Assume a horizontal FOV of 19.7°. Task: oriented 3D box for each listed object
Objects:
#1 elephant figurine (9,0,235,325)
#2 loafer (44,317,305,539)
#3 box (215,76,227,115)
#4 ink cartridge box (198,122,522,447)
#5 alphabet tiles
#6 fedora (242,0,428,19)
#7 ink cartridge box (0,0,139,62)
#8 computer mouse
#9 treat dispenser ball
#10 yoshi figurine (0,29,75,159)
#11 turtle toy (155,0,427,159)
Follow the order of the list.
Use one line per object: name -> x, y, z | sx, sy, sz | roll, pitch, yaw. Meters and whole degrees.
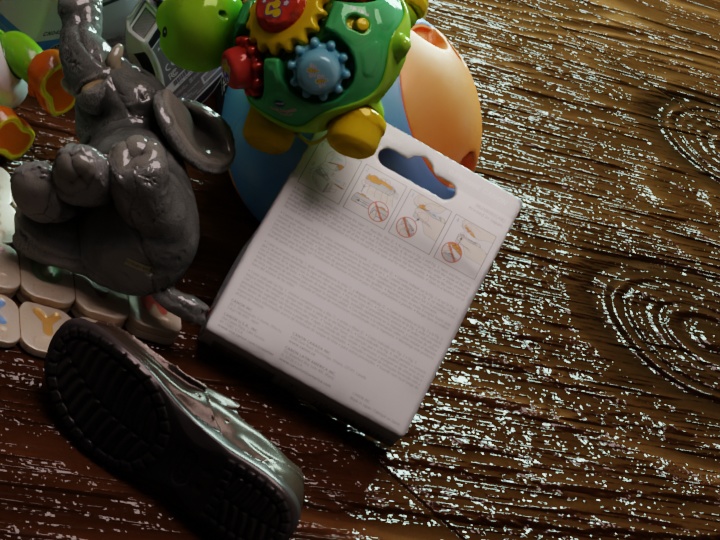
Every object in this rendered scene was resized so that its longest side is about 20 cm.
elephant figurine -> -0.159, -0.087, 1.453 | 0.141, 0.155, 0.200 | 7, 39, 5
loafer -> -0.117, 0.104, 1.328 | 0.200, 0.073, 0.071 | 41, 21, 7
box -> -0.025, -0.139, 1.765 | 0.200, 0.049, 0.161 | 19, 30, -20
ink cartridge box -> 0.000, 0.000, 1.476 | 0.162, 0.050, 0.200 | 29, 71, -3
alphabet tiles -> -0.220, -0.007, 1.438 | 0.200, 0.015, 0.196 | 16, 34, -23
fedora -> -0.039, -0.239, 1.749 | 0.200, 0.082, 0.201 | 12, 54, -18
ink cartridge box -> -0.212, -0.252, 1.614 | 0.084, 0.200, 0.145 | 42, 33, 19
computer mouse -> -0.161, -0.196, 1.624 | 0.044, 0.200, 0.110 | 33, 70, 28
treat dispenser ball -> -0.007, -0.108, 1.586 | 0.201, 0.201, 0.201 | 22, 32, -15
yoshi figurine -> -0.303, -0.180, 1.528 | 0.112, 0.112, 0.200 | -19, 54, -45
turtle toy -> -0.051, -0.162, 1.449 | 0.200, 0.146, 0.101 | 5, -21, 35
